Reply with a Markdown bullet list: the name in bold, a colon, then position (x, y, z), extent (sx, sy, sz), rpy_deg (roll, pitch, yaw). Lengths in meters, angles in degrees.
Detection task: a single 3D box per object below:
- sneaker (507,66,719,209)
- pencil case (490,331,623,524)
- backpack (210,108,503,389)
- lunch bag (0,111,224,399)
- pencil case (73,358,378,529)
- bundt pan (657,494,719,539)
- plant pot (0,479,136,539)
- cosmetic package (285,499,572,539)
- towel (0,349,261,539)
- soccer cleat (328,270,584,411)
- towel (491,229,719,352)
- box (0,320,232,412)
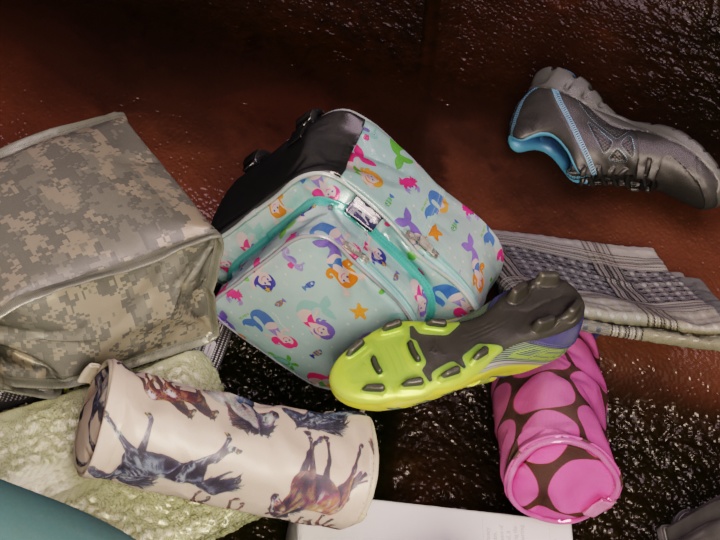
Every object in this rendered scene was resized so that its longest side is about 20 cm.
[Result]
- **sneaker**: position (0.223, -0.097, 1.480), extent (0.200, 0.073, 0.082), rpy_deg (29, 68, 14)
- **pencil case**: position (0.146, 0.107, 1.242), extent (0.094, 0.091, 0.200), rpy_deg (46, 22, -18)
- **backpack**: position (0.000, 0.000, 1.256), extent (0.200, 0.178, 0.151), rpy_deg (34, 48, -22)
- **lunch bag**: position (-0.218, -0.004, 1.172), extent (0.200, 0.118, 0.164), rpy_deg (-19, 47, -27)
- **pencil case**: position (-0.090, 0.113, 1.114), extent (0.200, 0.078, 0.089), rpy_deg (14, 33, -13)
- **bundt pan**: position (0.306, 0.233, 1.194), extent (0.202, 0.076, 0.202), rpy_deg (25, 36, -20)
- **plant pot**: position (-0.190, 0.229, 0.987), extent (0.161, 0.201, 0.201), rpy_deg (19, 49, -20)
- **cosmetic package**: position (0.047, 0.222, 1.176), extent (0.200, 0.074, 0.102), rpy_deg (8, 52, -8)
- **towel**: position (-0.165, 0.137, 1.146), extent (0.200, 0.036, 0.148), rpy_deg (-18, 62, -27)
- **soccer cleat**: position (0.069, 0.063, 1.177), extent (0.200, 0.084, 0.065), rpy_deg (-19, 57, -24)
- **towel**: position (0.195, 0.011, 1.338), extent (0.200, 0.035, 0.193), rpy_deg (10, 15, -11)
- **box**: position (-0.193, 0.087, 1.226), extent (0.160, 0.044, 0.200), rpy_deg (20, 51, -2)
